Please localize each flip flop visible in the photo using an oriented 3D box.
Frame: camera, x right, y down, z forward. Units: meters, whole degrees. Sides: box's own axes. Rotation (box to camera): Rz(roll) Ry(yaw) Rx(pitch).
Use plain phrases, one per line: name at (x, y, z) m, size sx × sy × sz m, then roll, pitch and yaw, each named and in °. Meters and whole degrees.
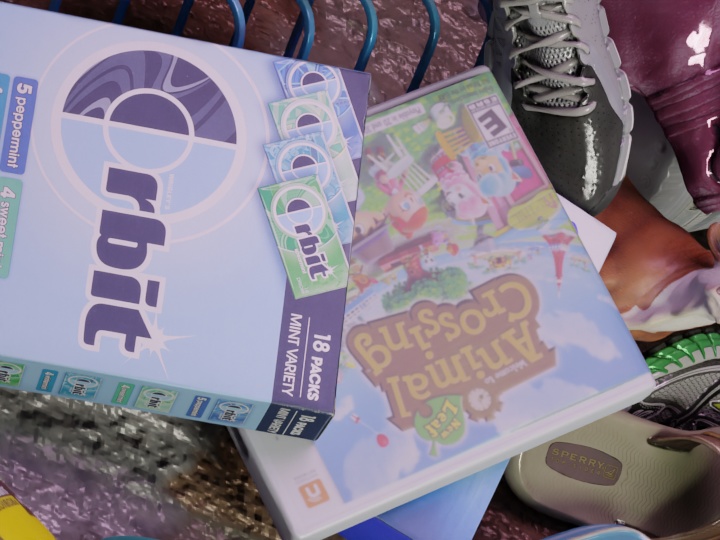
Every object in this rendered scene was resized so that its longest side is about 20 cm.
flip flop at (0.165, 0.109, 1.481) m, size 0.199 × 0.082 × 0.058 m, roll 17°, pitch -2°, yaw -24°

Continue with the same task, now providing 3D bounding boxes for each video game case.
video game case at (0.015, 0.013, 1.369) m, size 0.199 × 0.022 × 0.183 m, roll -21°, pitch 75°, yaw -22°

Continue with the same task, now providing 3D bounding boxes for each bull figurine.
bull figurine at (0.126, -0.003, 1.522) m, size 0.121 × 0.065 × 0.200 m, roll -21°, pitch 33°, yaw -14°

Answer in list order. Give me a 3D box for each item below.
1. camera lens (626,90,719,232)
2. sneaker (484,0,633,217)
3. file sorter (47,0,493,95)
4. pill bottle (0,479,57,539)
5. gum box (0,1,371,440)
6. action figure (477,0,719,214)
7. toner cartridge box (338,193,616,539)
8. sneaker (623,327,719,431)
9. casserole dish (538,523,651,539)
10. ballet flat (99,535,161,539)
camera lens at (0.182, -0.102, 1.684) m, size 0.200 × 0.160 × 0.160 m, roll -11°, pitch 57°, yaw -49°
sneaker at (0.082, -0.121, 1.423) m, size 0.115 × 0.075 × 0.201 m, roll -13°, pitch 97°, yaw -72°
file sorter at (-0.048, -0.112, 1.487) m, size 0.199 × 0.123 × 0.139 m, roll -6°, pitch 38°, yaw -47°
pill bottle at (-0.121, 0.179, 1.115) m, size 0.200 × 0.109 × 0.109 m, roll 46°, pitch 34°, yaw 10°
gum box at (-0.103, -0.024, 1.319) m, size 0.199 × 0.045 × 0.171 m, roll 10°, pitch 67°, yaw -9°
action figure at (0.171, -0.093, 1.495) m, size 0.148 × 0.134 × 0.201 m, roll -24°, pitch 88°, yaw -9°
toner cartridge box at (0.041, 0.042, 1.407) m, size 0.095 × 0.043 × 0.201 m, roll 32°, pitch 63°, yaw -10°
sneaker at (0.196, 0.081, 1.558) m, size 0.199 × 0.078 × 0.086 m, roll -2°, pitch 64°, yaw -36°
casserole dish at (0.107, 0.178, 1.395) m, size 0.200 × 0.039 × 0.121 m, roll -10°, pitch 57°, yaw -50°
ballet flat at (-0.034, 0.175, 1.242) m, size 0.199 × 0.067 × 0.064 m, roll 26°, pitch 43°, yaw -18°
